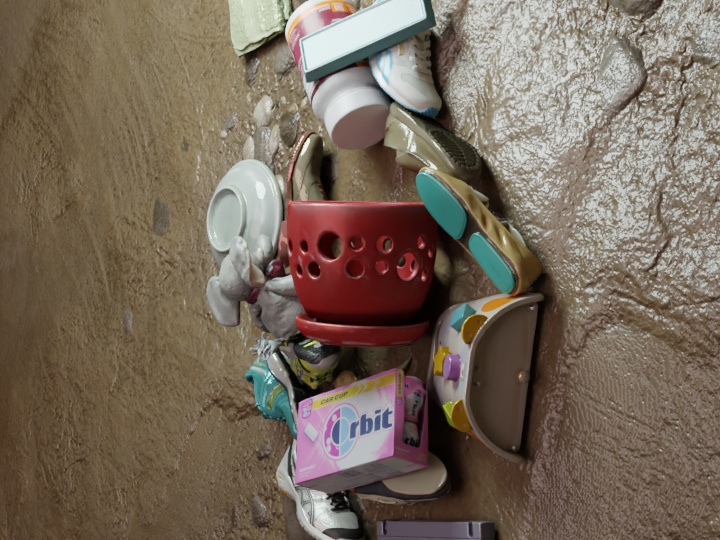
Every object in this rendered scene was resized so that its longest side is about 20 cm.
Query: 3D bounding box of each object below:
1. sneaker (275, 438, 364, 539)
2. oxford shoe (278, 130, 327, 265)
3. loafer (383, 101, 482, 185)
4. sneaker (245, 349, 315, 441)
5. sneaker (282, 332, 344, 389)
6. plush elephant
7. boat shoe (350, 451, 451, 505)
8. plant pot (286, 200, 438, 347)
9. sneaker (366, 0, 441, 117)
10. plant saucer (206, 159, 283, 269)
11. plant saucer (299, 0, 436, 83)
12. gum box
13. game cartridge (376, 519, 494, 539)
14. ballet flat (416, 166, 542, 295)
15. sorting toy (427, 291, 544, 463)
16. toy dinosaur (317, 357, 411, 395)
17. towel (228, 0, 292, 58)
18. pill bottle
[{"bbox_3d":[-0.054,0.307,1.651,0.200,0.075,0.088,42,118,44],"label":"sneaker"},{"bbox_3d":[-0.068,-0.104,1.735,0.074,0.070,0.203,8,93,26],"label":"oxford shoe"},{"bbox_3d":[0.091,-0.153,1.530,0.200,0.075,0.068,53,126,51],"label":"loafer"},{"bbox_3d":[-0.112,0.193,1.724,0.080,0.077,0.200,-44,39,6],"label":"sneaker"},{"bbox_3d":[-0.056,0.125,1.654,0.200,0.075,0.077,-177,65,-78],"label":"sneaker"},{"bbox_3d":[-0.133,0.020,1.661,0.155,0.200,0.165,49,137,-2],"label":"plush elephant"},{"bbox_3d":[0.049,0.277,1.542,0.199,0.071,0.063,-3,126,48],"label":"boat shoe"},{"bbox_3d":[0.000,0.000,1.526,0.199,0.199,0.185,9,98,50],"label":"plant pot"},{"bbox_3d":[0.060,-0.292,1.579,0.081,0.076,0.201,-44,58,29],"label":"sneaker"},{"bbox_3d":[-0.201,-0.081,1.893,0.199,0.050,0.203,-7,81,51],"label":"plant saucer"},{"bbox_3d":[0.004,-0.320,1.571,0.198,0.019,0.071,-20,63,20],"label":"plant saucer"},{"bbox_3d":[0.004,0.209,1.511,0.199,0.066,0.115,-24,54,42],"label":"gum box"},{"bbox_3d":[0.096,0.384,1.494,0.199,0.038,0.131,-13,80,49],"label":"game cartridge"},{"bbox_3d":[0.146,-0.054,1.431,0.201,0.063,0.069,53,148,19],"label":"ballet flat"},{"bbox_3d":[0.132,0.117,1.450,0.180,0.106,0.203,-168,84,-70],"label":"sorting toy"},{"bbox_3d":[-0.008,0.185,1.623,0.199,0.058,0.102,-27,65,46],"label":"toy dinosaur"},{"bbox_3d":[-0.169,-0.460,1.905,0.148,0.036,0.203,-19,72,47],"label":"towel"},{"bbox_3d":[-0.027,-0.277,1.650,0.114,0.113,0.202,-45,54,38],"label":"pill bottle"}]
